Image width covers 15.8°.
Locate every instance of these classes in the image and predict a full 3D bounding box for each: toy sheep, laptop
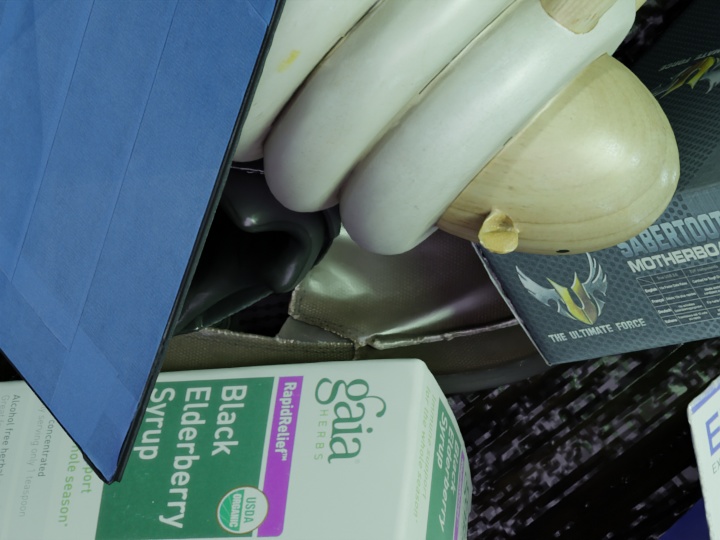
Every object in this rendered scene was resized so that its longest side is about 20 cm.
[{"bbox_3d":[0.003,-0.082,0.661,0.138,0.138,0.200,-45,82,12],"label":"toy sheep"},{"bbox_3d":[-0.135,-0.066,0.646,0.199,0.116,0.188,11,128,-14],"label":"laptop"}]

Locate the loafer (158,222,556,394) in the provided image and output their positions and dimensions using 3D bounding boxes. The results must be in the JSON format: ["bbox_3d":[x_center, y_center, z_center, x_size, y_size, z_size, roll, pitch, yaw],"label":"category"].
[{"bbox_3d":[0.000,0.000,0.790,0.199,0.071,0.073,-17,63,5],"label":"loafer"}]

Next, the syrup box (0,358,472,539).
[{"bbox_3d":[-0.070,0.083,0.788,0.199,0.079,0.082,-4,144,15],"label":"syrup box"}]

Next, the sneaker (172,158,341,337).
[{"bbox_3d":[-0.096,-0.030,0.751,0.199,0.112,0.077,-2,140,13],"label":"sneaker"}]

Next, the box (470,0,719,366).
[{"bbox_3d":[0.146,-0.050,0.698,0.200,0.158,0.051,-14,116,50],"label":"box"}]

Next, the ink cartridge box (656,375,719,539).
[{"bbox_3d":[0.149,0.088,0.778,0.043,0.198,0.201,0,112,37],"label":"ink cartridge box"}]
